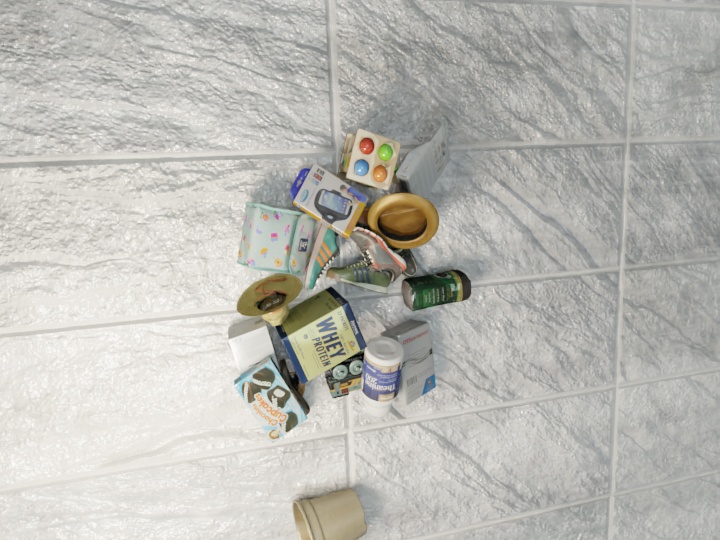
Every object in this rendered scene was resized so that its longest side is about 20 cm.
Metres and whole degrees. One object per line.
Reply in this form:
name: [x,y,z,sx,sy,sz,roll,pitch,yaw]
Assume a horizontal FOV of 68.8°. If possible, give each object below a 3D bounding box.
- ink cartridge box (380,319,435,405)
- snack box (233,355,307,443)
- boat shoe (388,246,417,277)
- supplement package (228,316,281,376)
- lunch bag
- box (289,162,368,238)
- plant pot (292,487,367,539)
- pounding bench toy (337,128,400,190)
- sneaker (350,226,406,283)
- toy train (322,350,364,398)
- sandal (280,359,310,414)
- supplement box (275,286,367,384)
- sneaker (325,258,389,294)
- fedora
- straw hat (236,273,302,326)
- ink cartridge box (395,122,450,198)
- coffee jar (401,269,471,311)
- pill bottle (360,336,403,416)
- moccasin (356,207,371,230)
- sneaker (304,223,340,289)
ink cartridge box: [0.141,0.264,1.543,0.142,0.083,0.208,-16,104,-41]
snack box: [-0.236,0.342,1.389,0.114,0.037,0.204,-31,110,-7]
boat shoe: [0.104,-0.062,1.516,0.071,0.066,0.204,-34,103,-4]
supplement package: [-0.281,0.247,1.437,0.106,0.114,0.207,-18,105,-11]
lunch bag: [-0.214,-0.081,1.403,0.194,0.121,0.177,10,93,-33]
box: [-0.087,-0.190,1.390,0.196,0.041,0.122,31,78,-10]
plant pot: [-0.084,0.742,1.542,0.178,0.199,0.208,-14,102,-24]
pounding bench toy: [0.054,-0.286,1.421,0.193,0.156,0.129,14,95,-17]
sneaker: [0.037,-0.040,1.447,0.198,0.077,0.083,37,75,-10]
toy train: [-0.017,0.298,1.538,0.193,0.085,0.118,-12,115,-16]
sandal: [-0.175,0.325,1.481,0.053,0.082,0.205,-25,118,-5]
supplement box: [-0.115,0.168,1.422,0.195,0.200,0.138,-28,107,-11]
sneaker: [0.000,0.000,1.502,0.194,0.067,0.093,16,90,-20]
fedora: [0.117,-0.150,1.425,0.192,0.083,0.205,5,134,5]
straw hat: [-0.229,0.097,1.395,0.195,0.202,0.088,-21,118,-10]
ink cartridge box: [0.177,-0.289,1.470,0.056,0.164,0.204,21,70,25]
coffee jar: [0.224,0.056,1.548,0.193,0.104,0.089,-10,106,-12]
pill bottle: [0.056,0.297,1.452,0.107,0.112,0.207,-2,119,-14]
moccasin: [-0.045,-0.177,1.457,0.195,0.073,0.081,17,81,-13]
sneaker: [-0.098,-0.039,1.453,0.077,0.071,0.207,19,86,-9]
